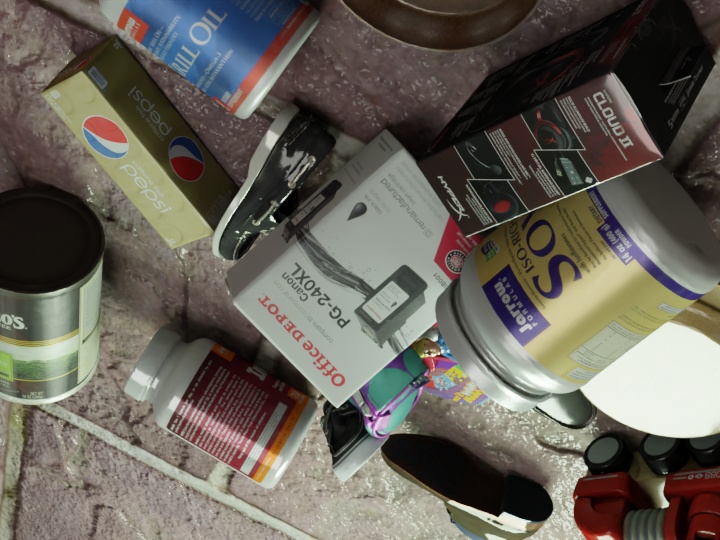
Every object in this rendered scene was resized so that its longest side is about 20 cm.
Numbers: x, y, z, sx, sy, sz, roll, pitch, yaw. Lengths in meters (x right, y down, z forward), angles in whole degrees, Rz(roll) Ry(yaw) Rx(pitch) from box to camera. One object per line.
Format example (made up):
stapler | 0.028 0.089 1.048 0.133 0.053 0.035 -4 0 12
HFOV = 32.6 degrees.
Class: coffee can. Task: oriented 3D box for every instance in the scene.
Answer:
coffee can | -0.355 0.031 1.343 0.146 0.147 0.201 23 139 7

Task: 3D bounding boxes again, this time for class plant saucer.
plant saucer | 0.053 -0.258 0.919 0.199 0.035 0.201 16 136 16

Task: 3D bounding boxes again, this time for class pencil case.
pencil case | -0.025 0.066 1.198 0.200 0.092 0.085 43 125 13

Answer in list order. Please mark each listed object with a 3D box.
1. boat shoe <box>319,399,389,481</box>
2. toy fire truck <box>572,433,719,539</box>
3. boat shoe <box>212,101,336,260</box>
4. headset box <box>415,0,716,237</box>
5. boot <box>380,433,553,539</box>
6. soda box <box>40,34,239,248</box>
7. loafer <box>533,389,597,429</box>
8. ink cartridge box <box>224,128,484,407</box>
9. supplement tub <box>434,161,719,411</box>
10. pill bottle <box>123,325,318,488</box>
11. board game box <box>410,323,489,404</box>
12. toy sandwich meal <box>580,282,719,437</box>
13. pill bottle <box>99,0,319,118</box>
boat shoe | -0.012 0.157 1.270 0.066 0.200 0.070 45 101 -2
toy fire truck | 0.292 0.265 1.175 0.175 0.200 0.129 -15 122 38
boat shoe | -0.082 -0.070 1.153 0.060 0.074 0.200 34 130 1
headset box | 0.160 -0.120 0.904 0.199 0.149 0.075 -23 110 41
boot | 0.104 0.254 1.364 0.199 0.075 0.097 24 136 3
soda box | -0.206 -0.119 1.176 0.067 0.064 0.200 -16 121 39
loafer | 0.159 0.093 1.154 0.073 0.072 0.200 -41 117 14
ink cartridge box | 0.000 0.000 1.085 0.200 0.083 0.145 -42 111 4
supplement tub | 0.171 0.007 0.983 0.145 0.146 0.200 41 117 -14
pill bottle | -0.157 0.148 1.374 0.199 0.113 0.113 30 139 -2
board game box | 0.088 0.078 1.223 0.158 0.039 0.200 37 138 -9
toy sandwich meal | 0.271 0.066 1.096 0.204 0.070 0.206 16 140 14
pill bottle | -0.141 -0.225 0.999 0.200 0.113 0.112 36 138 -8
